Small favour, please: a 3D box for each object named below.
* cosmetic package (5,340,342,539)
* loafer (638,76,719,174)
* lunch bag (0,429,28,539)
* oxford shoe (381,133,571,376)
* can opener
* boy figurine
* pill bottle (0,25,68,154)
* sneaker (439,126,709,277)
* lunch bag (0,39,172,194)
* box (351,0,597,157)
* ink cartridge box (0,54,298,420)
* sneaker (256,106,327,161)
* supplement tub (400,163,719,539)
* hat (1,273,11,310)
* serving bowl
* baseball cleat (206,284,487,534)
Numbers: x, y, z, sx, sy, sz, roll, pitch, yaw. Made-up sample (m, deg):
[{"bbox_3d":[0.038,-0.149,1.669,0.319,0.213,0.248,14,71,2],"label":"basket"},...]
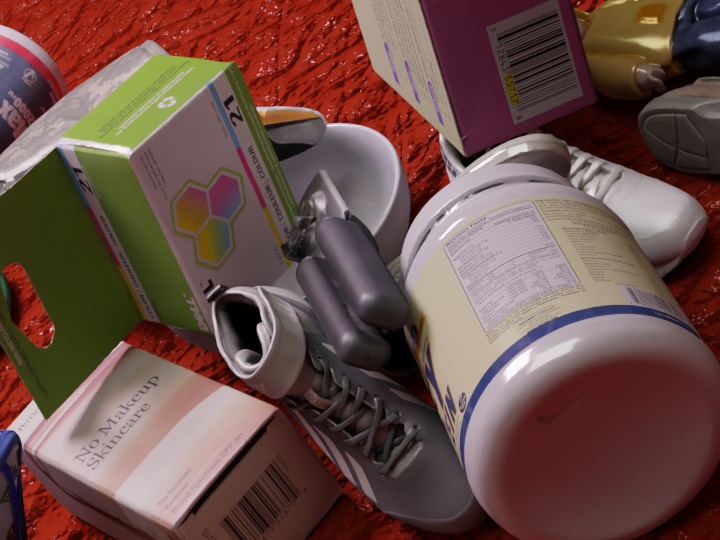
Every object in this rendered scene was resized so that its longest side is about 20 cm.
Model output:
[{"bbox_3d":[-0.121,0.121,1.172,0.200,0.087,0.103,16,58,48],"label":"cosmetic package"},{"bbox_3d":[0.259,-0.092,1.146,0.063,0.072,0.200,-42,32,-25],"label":"loafer"},{"bbox_3d":[-0.244,0.184,1.104,0.075,0.200,0.160,15,46,6],"label":"lunch bag"},{"bbox_3d":[0.065,-0.004,1.151,0.200,0.075,0.058,-48,42,30],"label":"oxford shoe"},{"bbox_3d":[0.000,0.000,1.110,0.053,0.067,0.200,-65,24,17],"label":"can opener"},{"bbox_3d":[0.198,-0.169,1.291,0.200,0.064,0.125,-1,50,35],"label":"boy figurine"},{"bbox_3d":[-0.345,-0.105,1.599,0.119,0.120,0.200,-4,45,36],"label":"pill bottle"},{"bbox_3d":[0.129,-0.048,1.184,0.200,0.081,0.076,14,54,45],"label":"sneaker"},{"bbox_3d":[-0.190,-0.082,1.391,0.164,0.118,0.200,-37,1,-5],"label":"lunch bag"},{"bbox_3d":[0.055,-0.197,1.219,0.096,0.176,0.200,-23,27,-8],"label":"box"},{"bbox_3d":[-0.138,-0.017,1.160,0.076,0.148,0.200,10,45,40],"label":"ink cartridge box"},{"bbox_3d":[-0.113,-0.062,1.292,0.200,0.077,0.078,-21,7,-13],"label":"sneaker"},{"bbox_3d":[0.105,0.041,1.036,0.145,0.145,0.200,-30,34,5],"label":"supplement tub"},{"bbox_3d":[-0.387,0.078,1.501,0.199,0.176,0.166,10,38,-5],"label":"hat"},{"bbox_3d":[-0.048,-0.011,1.293,0.200,0.066,0.200,-21,37,17],"label":"serving bowl"},{"bbox_3d":[-0.015,0.080,1.066,0.200,0.106,0.070,38,99,24],"label":"baseball cleat"}]
